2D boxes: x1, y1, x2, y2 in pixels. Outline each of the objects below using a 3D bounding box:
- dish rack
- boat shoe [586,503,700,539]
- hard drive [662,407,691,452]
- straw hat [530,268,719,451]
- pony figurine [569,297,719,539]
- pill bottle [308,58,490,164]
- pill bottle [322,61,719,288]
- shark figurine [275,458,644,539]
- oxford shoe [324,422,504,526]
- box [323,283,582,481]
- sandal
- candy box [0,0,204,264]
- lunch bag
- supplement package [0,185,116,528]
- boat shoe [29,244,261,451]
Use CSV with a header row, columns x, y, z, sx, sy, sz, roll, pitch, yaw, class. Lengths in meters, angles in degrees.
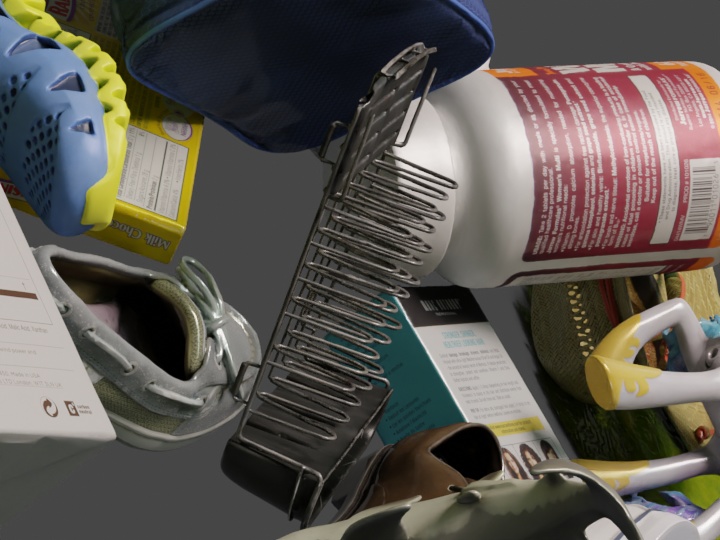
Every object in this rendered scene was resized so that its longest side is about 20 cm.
x,y,z,sx,sy,sz,roll,pitch,yaw,class
0.000,0.000,1.152,0.054,0.200,0.153,22,16,5,dish rack
0.075,0.171,1.179,0.200,0.065,0.074,-33,128,-40,boat shoe
0.191,0.025,1.640,0.132,0.027,0.200,0,57,-59,hard drive
0.143,0.029,1.483,0.201,0.085,0.201,46,37,-49,straw hat
0.207,0.088,1.354,0.200,0.166,0.193,-20,108,-25,pony figurine
-0.004,-0.122,1.394,0.200,0.116,0.116,46,26,-14,pill bottle
0.090,-0.048,1.319,0.200,0.110,0.110,-4,54,-24,pill bottle
0.046,0.127,1.056,0.128,0.214,0.090,-12,86,-58,shark figurine
0.025,0.126,1.158,0.073,0.084,0.200,48,28,-20,oxford shoe
0.065,0.102,1.296,0.082,0.049,0.200,-1,58,-60,box
-0.162,-0.082,1.097,0.087,0.080,0.200,-7,39,-32,sandal
-0.121,-0.084,1.211,0.102,0.026,0.200,19,34,-10,candy box
-0.033,-0.152,1.204,0.200,0.136,0.132,30,39,-61,lunch bag
-0.197,0.002,0.896,0.120,0.121,0.200,7,50,-56,supplement package
-0.096,0.027,1.100,0.202,0.065,0.075,16,44,-58,boat shoe
